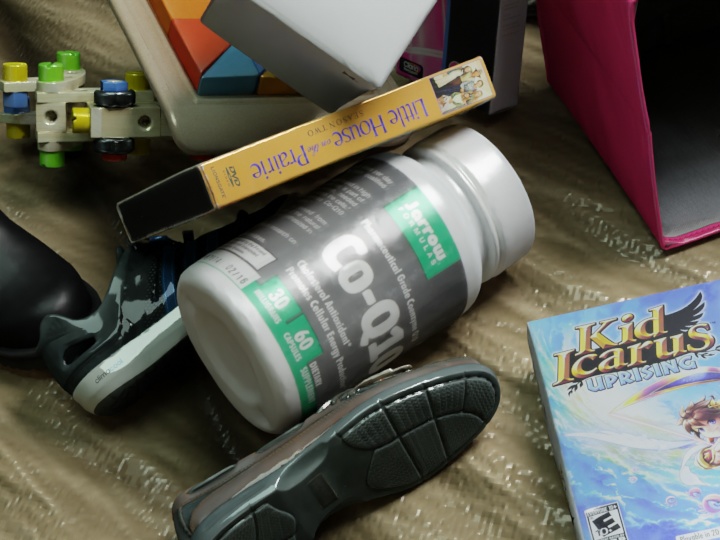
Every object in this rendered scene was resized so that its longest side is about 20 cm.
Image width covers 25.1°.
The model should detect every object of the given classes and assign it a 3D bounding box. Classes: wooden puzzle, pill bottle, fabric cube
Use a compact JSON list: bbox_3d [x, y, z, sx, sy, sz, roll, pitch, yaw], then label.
[{"bbox_3d":[-0.074,-0.165,1.137,0.184,0.037,0.201,-5,50,-29],"label":"wooden puzzle"},{"bbox_3d":[0.000,0.000,0.963,0.200,0.114,0.113,-33,46,-23],"label":"pill bottle"},{"bbox_3d":[0.228,-0.173,1.015,0.195,0.201,0.200,-20,42,-3],"label":"fabric cube"}]

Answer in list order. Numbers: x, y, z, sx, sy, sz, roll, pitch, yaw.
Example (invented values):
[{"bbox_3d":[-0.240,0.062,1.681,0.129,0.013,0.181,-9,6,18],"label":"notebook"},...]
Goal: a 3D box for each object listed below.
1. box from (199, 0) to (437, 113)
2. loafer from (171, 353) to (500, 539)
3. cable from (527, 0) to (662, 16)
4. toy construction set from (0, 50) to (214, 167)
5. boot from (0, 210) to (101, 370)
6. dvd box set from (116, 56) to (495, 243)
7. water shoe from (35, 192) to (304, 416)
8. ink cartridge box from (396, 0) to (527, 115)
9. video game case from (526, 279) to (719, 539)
[{"bbox_3d":[0.007,-0.210,0.963,0.201,0.106,0.152,-57,10,-7],"label":"box"},{"bbox_3d":[-0.017,0.099,0.907,0.199,0.072,0.063,-31,40,-13],"label":"loafer"},{"bbox_3d":[0.130,-0.212,1.192,0.199,0.051,0.097,-1,41,15],"label":"cable"},{"bbox_3d":[-0.160,-0.123,1.166,0.199,0.093,0.131,-17,18,-12],"label":"toy construction set"},{"bbox_3d":[-0.262,-0.034,1.045,0.211,0.158,0.079,28,58,36],"label":"boot"},{"bbox_3d":[-0.035,-0.072,0.978,0.199,0.030,0.146,-24,5,-28],"label":"dvd box set"},{"bbox_3d":[-0.115,0.001,1.012,0.079,0.072,0.200,44,65,7],"label":"water shoe"},{"bbox_3d":[0.073,-0.216,1.105,0.037,0.201,0.094,-20,36,-39],"label":"ink cartridge box"},{"bbox_3d":[0.204,0.082,0.875,0.199,0.046,0.182,-13,42,3],"label":"video game case"}]
